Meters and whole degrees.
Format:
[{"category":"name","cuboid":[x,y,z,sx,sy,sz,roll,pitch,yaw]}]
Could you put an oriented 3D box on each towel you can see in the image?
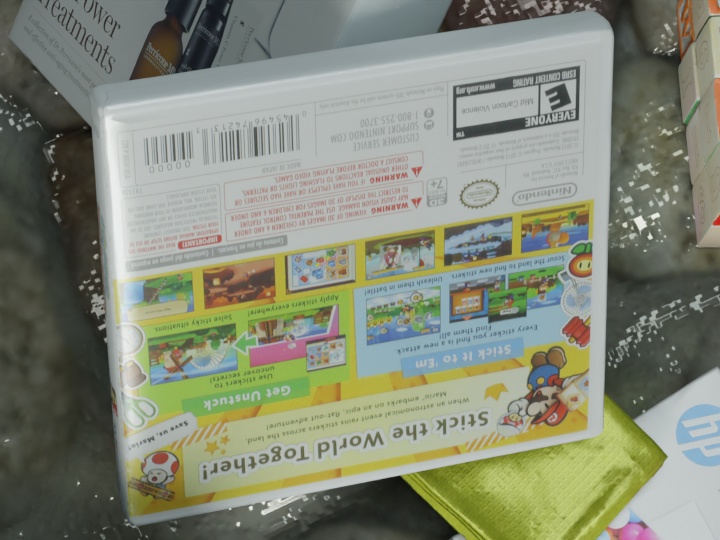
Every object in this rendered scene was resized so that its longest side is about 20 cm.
[{"category":"towel","cuboid":[0.028,0.036,1.159,0.200,0.018,0.086,44,78,3]}]

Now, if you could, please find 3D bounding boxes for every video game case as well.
[{"category":"video game case","cuboid":[0.000,0.000,1.083,0.199,0.183,0.023,-10,30,-15]}]

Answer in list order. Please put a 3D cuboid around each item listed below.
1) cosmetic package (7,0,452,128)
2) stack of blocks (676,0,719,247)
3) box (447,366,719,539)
[{"category":"cosmetic package","cuboid":[-0.054,-0.109,1.137,0.051,0.151,0.200,10,24,-42]},{"category":"stack of blocks","cuboid":[0.206,-0.035,1.232,0.114,0.059,0.201,-2,73,-7]},{"category":"box","cuboid":[0.109,0.158,1.169,0.199,0.041,0.156,-30,78,-16]}]
